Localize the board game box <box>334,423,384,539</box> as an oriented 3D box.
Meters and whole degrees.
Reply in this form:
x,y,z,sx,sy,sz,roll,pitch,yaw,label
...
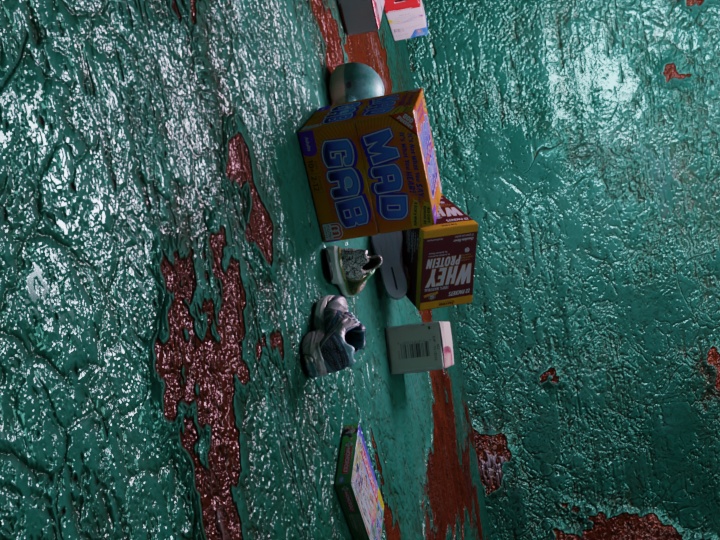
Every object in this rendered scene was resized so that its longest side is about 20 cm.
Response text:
x,y,z,sx,sy,sz,roll,pitch,yaw,label
0.001,0.375,1.443,0.135,0.029,0.201,-80,158,-56,board game box

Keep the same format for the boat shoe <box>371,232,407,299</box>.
x,y,z,sx,sy,sz,roll,pitch,yaw,label
0.060,-0.029,1.958,0.071,0.072,0.201,129,-45,-77,boat shoe

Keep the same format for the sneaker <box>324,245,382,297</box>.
x,y,z,sx,sy,sz,roll,pitch,yaw,label
0.000,0.000,1.554,0.200,0.088,0.077,33,49,-75,sneaker

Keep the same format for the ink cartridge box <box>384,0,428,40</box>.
x,y,z,sx,sy,sz,roll,pitch,yaw,label
0.142,-0.832,2.778,0.200,0.116,0.068,60,25,-62,ink cartridge box

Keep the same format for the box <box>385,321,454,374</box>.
x,y,z,sx,sy,sz,roll,pitch,yaw,label
0.142,0.178,2.021,0.200,0.127,0.110,18,65,-77,box

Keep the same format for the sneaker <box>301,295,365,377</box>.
x,y,z,sx,sy,sz,roll,pitch,yaw,label
-0.029,0.101,1.346,0.200,0.086,0.078,-76,155,-62,sneaker

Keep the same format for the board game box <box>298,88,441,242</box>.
x,y,z,sx,sy,sz,roll,pitch,yaw,label
0.024,-0.189,1.535,0.200,0.199,0.201,-69,149,-66,board game box

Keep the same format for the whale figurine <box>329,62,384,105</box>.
x,y,z,sx,sy,sz,roll,pitch,yaw,label
0.002,-0.321,1.758,0.159,0.103,0.201,-9,91,-79,whale figurine

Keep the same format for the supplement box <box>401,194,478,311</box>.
x,y,z,sx,sy,sz,roll,pitch,yaw,label
0.160,-0.046,1.979,0.200,0.132,0.198,-129,-145,-57,supplement box

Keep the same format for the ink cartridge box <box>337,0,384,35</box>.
x,y,z,sx,sy,sz,roll,pitch,yaw,label
-0.002,-0.659,2.036,0.200,0.082,0.147,-81,159,-55,ink cartridge box
